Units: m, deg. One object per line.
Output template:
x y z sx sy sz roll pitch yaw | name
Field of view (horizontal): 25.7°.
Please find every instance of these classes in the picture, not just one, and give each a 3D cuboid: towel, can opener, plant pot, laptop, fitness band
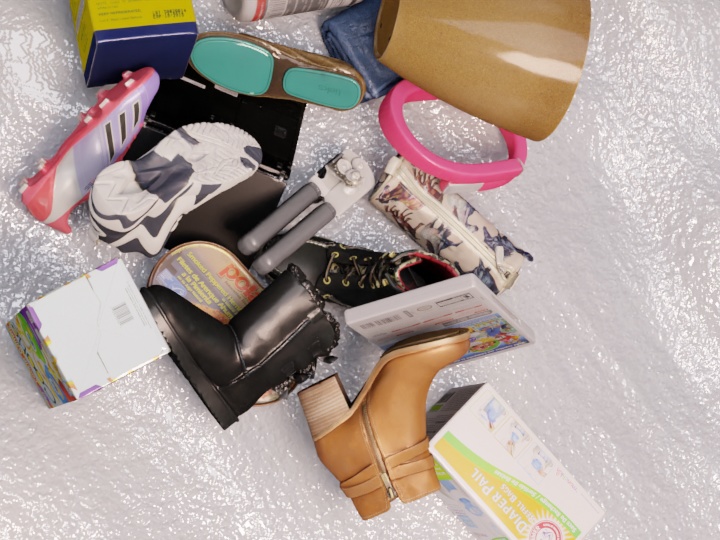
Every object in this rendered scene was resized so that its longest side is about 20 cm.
0.060 -0.276 1.803 0.200 0.049 0.112 -29 90 -19 | towel
-0.057 -0.063 1.699 0.053 0.066 0.200 51 52 -6 | can opener
0.123 -0.252 1.714 0.200 0.186 0.187 12 78 -15 | plant pot
-0.171 -0.125 1.727 0.177 0.103 0.200 21 50 -14 | laptop
0.108 -0.156 1.763 0.200 0.037 0.144 -9 64 -41 | fitness band

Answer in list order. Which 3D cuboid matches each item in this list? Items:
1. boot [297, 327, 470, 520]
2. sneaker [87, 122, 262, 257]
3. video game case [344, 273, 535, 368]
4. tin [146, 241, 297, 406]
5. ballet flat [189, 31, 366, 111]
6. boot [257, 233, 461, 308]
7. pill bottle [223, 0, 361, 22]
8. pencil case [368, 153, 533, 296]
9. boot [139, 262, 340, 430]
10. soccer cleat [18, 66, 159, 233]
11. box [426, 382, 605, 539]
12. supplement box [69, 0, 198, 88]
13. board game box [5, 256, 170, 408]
0.048 0.157 1.618 0.200 0.077 0.155 -26 91 5 | boot
-0.202 -0.077 1.650 0.199 0.130 0.080 -33 80 -33 | sneaker
0.087 0.060 1.661 0.143 0.200 0.018 -17 65 18 | video game case
-0.144 0.057 1.689 0.112 0.042 0.200 -43 98 -11 | tin
-0.091 -0.225 1.728 0.200 0.072 0.068 11 118 -8 | ballet flat
0.001 -0.001 1.686 0.203 0.154 0.074 20 76 -14 | boot
-0.052 -0.346 1.742 0.200 0.116 0.116 -13 86 -20 | pill bottle
0.097 -0.051 1.760 0.200 0.089 0.078 41 73 -7 | pencil case
-0.121 0.054 1.619 0.162 0.073 0.198 -37 119 -10 | boot
-0.271 -0.127 1.644 0.200 0.067 0.076 -46 112 5 | soccer cleat
0.152 0.230 1.722 0.101 0.112 0.200 -44 97 -18 | box
-0.249 -0.309 1.659 0.109 0.110 0.200 -8 74 -18 | supplement box
-0.275 0.066 1.563 0.103 0.200 0.105 -28 92 -19 | board game box
